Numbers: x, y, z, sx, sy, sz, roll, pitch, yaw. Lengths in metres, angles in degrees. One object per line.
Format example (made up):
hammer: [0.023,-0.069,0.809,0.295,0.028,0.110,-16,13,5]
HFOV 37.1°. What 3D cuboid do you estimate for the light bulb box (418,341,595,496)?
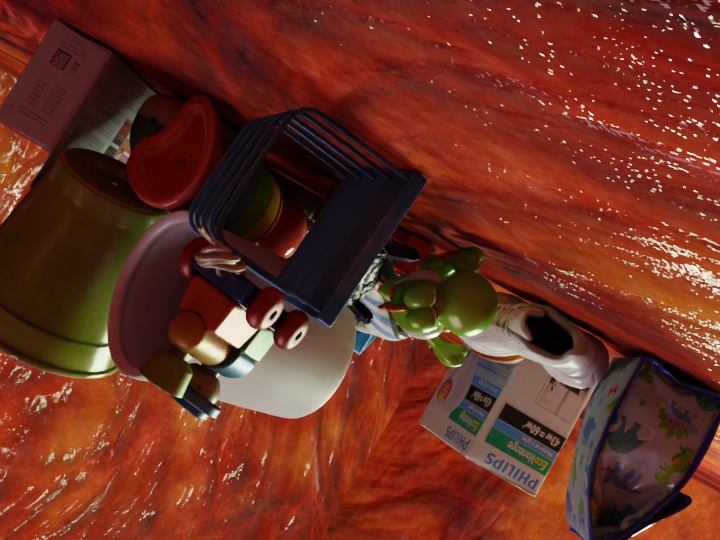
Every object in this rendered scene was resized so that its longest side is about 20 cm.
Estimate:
light bulb box: [0.206,0.176,1.498,0.125,0.200,0.198,31,176,-16]

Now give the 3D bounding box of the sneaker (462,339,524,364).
sneaker: [0.170,0.070,1.449,0.092,0.076,0.200,23,-170,-40]

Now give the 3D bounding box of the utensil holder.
utensil holder: [-0.127,0.053,1.095,0.200,0.170,0.170,25,-179,-39]

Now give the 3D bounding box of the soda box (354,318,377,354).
soda box: [0.020,0.030,1.356,0.068,0.064,0.200,35,-155,6]

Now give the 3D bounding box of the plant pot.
plant pot: [-0.305,-0.020,1.163,0.200,0.193,0.200,29,-163,-10]

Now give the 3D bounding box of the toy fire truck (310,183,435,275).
toy fire truck: [0.015,-0.039,1.255,0.141,0.049,0.200,31,178,0]

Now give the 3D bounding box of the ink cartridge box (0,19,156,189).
ink cartridge box: [-0.334,-0.170,1.263,0.084,0.176,0.200,30,176,10]

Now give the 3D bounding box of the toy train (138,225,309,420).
toy train: [-0.119,0.041,0.779,0.085,0.116,0.200,35,174,19]

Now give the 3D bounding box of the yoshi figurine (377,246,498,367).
yoshi figurine: [0.089,0.031,1.058,0.113,0.112,0.200,52,-172,0]

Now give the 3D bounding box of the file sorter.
file sorter: [-0.058,-0.055,0.911,0.123,0.139,0.200,36,175,-16]

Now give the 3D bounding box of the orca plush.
orca plush: [0.006,0.012,1.006,0.071,0.105,0.200,61,151,-4]

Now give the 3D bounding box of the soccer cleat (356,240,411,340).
soccer cleat: [0.000,0.000,1.151,0.086,0.070,0.200,4,133,30]

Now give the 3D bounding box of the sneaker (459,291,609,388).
sneaker: [0.177,0.058,1.192,0.200,0.078,0.099,18,164,30]

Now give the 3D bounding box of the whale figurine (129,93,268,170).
whale figurine: [-0.187,-0.126,1.260,0.159,0.104,0.200,28,178,32]

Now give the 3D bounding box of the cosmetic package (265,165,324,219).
cosmetic package: [-0.151,-0.088,1.406,0.200,0.102,0.074,31,-156,10]

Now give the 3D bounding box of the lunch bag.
lunch bag: [0.286,0.201,1.144,0.127,0.200,0.170,30,176,7]

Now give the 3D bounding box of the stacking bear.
stacking bear: [-0.133,-0.076,1.153,0.200,0.121,0.114,34,-154,-47]
